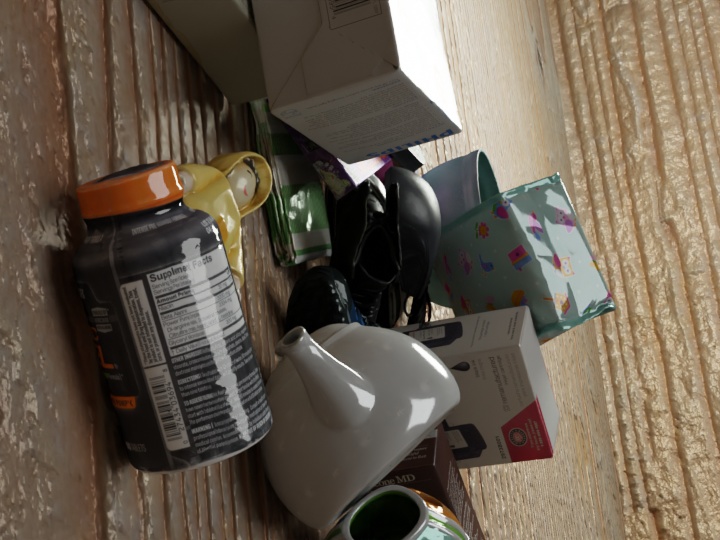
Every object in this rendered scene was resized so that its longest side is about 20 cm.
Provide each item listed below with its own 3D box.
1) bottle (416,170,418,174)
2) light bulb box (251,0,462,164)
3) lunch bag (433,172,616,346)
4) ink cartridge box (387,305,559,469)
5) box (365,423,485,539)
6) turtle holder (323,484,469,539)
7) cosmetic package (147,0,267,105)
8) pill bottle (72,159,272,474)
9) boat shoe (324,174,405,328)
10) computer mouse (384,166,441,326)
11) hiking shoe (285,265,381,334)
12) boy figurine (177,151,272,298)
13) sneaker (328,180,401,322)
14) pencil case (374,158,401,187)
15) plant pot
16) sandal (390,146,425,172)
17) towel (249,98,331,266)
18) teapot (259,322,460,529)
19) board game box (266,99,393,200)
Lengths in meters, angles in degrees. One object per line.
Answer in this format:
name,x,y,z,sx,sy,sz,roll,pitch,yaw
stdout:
bottle,0.036,-0.159,1.755,0.084,0.065,0.201,61,24,-47
light bulb box,-0.006,-0.222,1.294,0.200,0.124,0.200,25,53,-69
lunch bag,0.163,0.007,1.605,0.121,0.200,0.172,-20,84,-36
ink cartridge box,0.096,0.132,1.529,0.085,0.198,0.146,-67,142,-58
box,0.063,0.257,1.506,0.075,0.099,0.201,-77,150,-55
turtle holder,0.013,0.271,1.283,0.141,0.184,0.132,-119,-167,-48
cosmetic package,-0.124,-0.245,1.264,0.200,0.072,0.104,53,30,-57
pill bottle,-0.134,0.028,0.990,0.106,0.105,0.202,-45,122,-70
boat shoe,0.007,-0.019,1.556,0.064,0.070,0.201,-74,150,-60
computer mouse,0.063,-0.035,1.541,0.201,0.052,0.139,76,11,-52
hiking shoe,-0.017,0.066,1.391,0.087,0.074,0.201,-53,143,-41
boy figurine,-0.120,-0.032,1.157,0.200,0.064,0.125,-65,138,-59
sneaker,0.003,0.000,1.415,0.104,0.059,0.202,-122,-143,-68
pencil case,0.007,-0.180,1.621,0.091,0.093,0.202,-8,85,-62
plant pot,0.107,-0.038,1.788,0.200,0.133,0.202,-12,90,-77
sandal,0.010,-0.185,1.519,0.200,0.043,0.076,42,21,-36
towel,-0.073,-0.107,1.436,0.152,0.023,0.202,-16,93,-74
teapot,-0.020,0.115,1.247,0.146,0.200,0.197,47,38,9
board game box,-0.026,-0.144,1.466,0.121,0.032,0.200,58,18,-5
